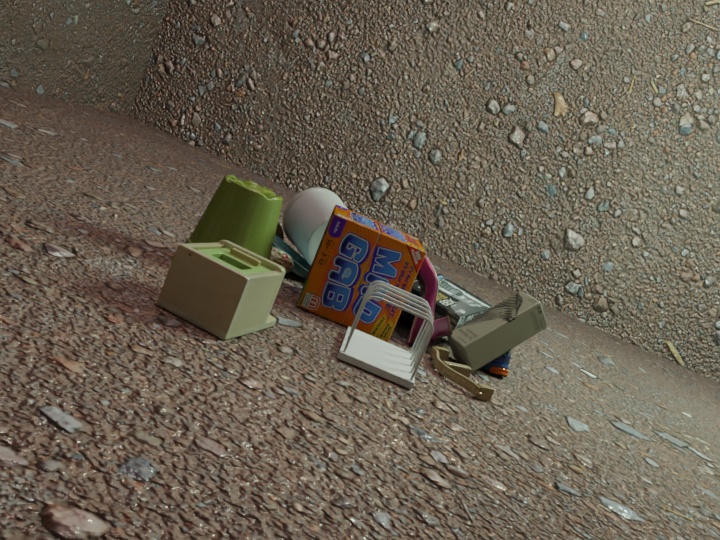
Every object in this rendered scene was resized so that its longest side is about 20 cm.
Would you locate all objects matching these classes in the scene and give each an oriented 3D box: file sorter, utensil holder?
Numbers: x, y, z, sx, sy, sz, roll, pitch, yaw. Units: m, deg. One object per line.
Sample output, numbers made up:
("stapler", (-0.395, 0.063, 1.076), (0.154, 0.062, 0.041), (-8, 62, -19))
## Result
("file sorter", (0.052, 0.105, 1.411), (0.138, 0.125, 0.200), (23, 8, 0))
("utensil holder", (-0.086, -0.092, 1.941), (0.169, 0.171, 0.200), (18, 17, -28))

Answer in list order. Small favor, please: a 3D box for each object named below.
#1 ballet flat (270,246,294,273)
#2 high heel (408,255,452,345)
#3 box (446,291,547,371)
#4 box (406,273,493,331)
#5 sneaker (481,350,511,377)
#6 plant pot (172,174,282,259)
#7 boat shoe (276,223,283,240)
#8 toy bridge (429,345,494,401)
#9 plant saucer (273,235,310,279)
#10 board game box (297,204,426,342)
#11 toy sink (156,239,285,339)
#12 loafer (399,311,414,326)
("ballet flat", (-0.241, -0.032, 1.721), (0.199, 0.076, 0.064), (22, 39, 22))
("high heel", (0.122, 0.058, 1.664), (0.095, 0.202, 0.067), (-14, -11, -7))
("box", (0.289, 0.127, 1.667), (0.082, 0.199, 0.069), (34, -31, 61))
("box", (0.193, 0.073, 1.787), (0.157, 0.050, 0.199), (32, 20, 25))
("sneaker", (0.288, 0.169, 1.766), (0.075, 0.079, 0.200), (19, 10, -24))
("plant pot", (-0.241, -0.078, 1.535), (0.199, 0.191, 0.200), (21, 9, -4))
("boat shoe", (-0.264, -0.077, 1.912), (0.067, 0.073, 0.200), (-10, 2, 28))
("toy bridge", (0.183, 0.194, 1.521), (0.067, 0.027, 0.200), (16, 11, -26))
("plant saucer", (-0.178, -0.039, 1.844), (0.200, 0.027, 0.200), (39, 4, -3))
("board game box", (0.000, 0.000, 1.644), (0.198, 0.201, 0.200), (22, 9, -5))
("toy sink", (-0.208, 0.024, 1.271), (0.130, 0.113, 0.200), (26, 9, 15))
("loafer", (0.149, 0.099, 1.853), (0.068, 0.071, 0.200), (31, 12, 40))
